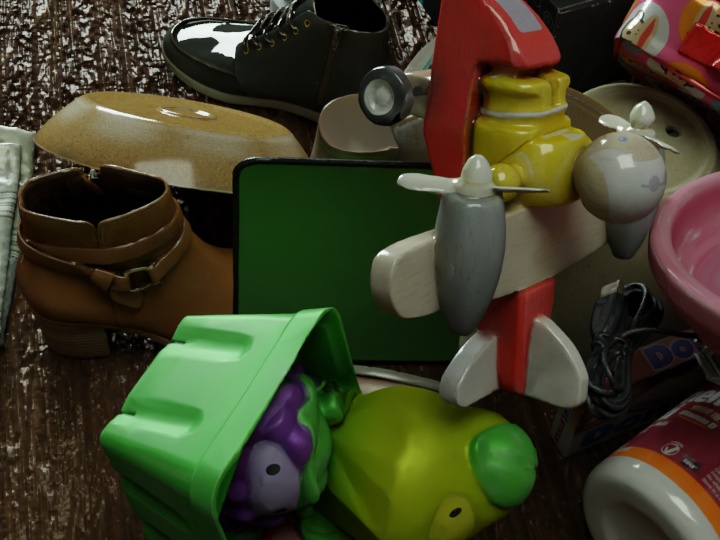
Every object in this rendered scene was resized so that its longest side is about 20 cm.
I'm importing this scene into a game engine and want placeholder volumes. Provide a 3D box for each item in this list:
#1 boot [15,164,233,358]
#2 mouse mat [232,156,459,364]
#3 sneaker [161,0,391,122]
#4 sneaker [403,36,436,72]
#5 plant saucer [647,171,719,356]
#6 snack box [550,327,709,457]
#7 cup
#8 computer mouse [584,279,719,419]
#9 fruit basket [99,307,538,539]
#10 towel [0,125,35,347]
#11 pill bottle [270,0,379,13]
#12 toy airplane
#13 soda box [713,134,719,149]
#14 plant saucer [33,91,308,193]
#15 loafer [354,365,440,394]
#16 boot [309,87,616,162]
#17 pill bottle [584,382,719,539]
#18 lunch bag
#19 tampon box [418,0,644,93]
[{"bbox_3d":[-0.120,-0.014,0.832,0.198,0.156,0.077,-3,54,-8],"label":"boot"},{"bbox_3d":[0.000,0.000,0.806,0.160,0.201,0.008,2,52,-5],"label":"mouse mat"},{"bbox_3d":[-0.063,-0.182,0.993,0.199,0.107,0.075,17,53,13],"label":"sneaker"},{"bbox_3d":[0.050,-0.088,0.964,0.079,0.072,0.201,23,62,11],"label":"sneaker"},{"bbox_3d":[0.258,0.007,0.715,0.199,0.051,0.201,1,32,0],"label":"plant saucer"},{"bbox_3d":[0.220,0.064,0.859,0.199,0.072,0.024,-19,57,-18],"label":"snack box"},{"bbox_3d":[0.174,-0.043,0.891,0.199,0.144,0.201,3,52,-3],"label":"cup"},{"bbox_3d":[0.226,0.055,0.729,0.198,0.044,0.110,7,32,11],"label":"computer mouse"},{"bbox_3d":[-0.013,0.124,0.710,0.214,0.216,0.156,24,54,13],"label":"fruit basket"},{"bbox_3d":[-0.332,-0.032,0.903,0.191,0.035,0.201,0,52,-5],"label":"towel"},{"bbox_3d":[-0.024,-0.273,1.010,0.109,0.201,0.110,3,53,-4],"label":"pill bottle"},{"bbox_3d":[0.091,-0.025,0.658,0.140,0.199,0.201,-9,51,39],"label":"toy airplane"},{"bbox_3d":[0.311,-0.063,0.966,0.199,0.068,0.063,35,59,20],"label":"soda box"},{"bbox_3d":[-0.122,-0.092,0.894,0.199,0.036,0.200,10,13,-2],"label":"plant saucer"},{"bbox_3d":[-0.032,0.095,0.822,0.198,0.072,0.063,7,65,8],"label":"loafer"},{"bbox_3d":[0.063,-0.053,0.829,0.198,0.155,0.074,5,63,0],"label":"boot"},{"bbox_3d":[0.241,0.116,0.788,0.199,0.110,0.110,-30,61,-25],"label":"pill bottle"},{"bbox_3d":[0.261,-0.123,0.850,0.199,0.176,0.082,33,100,7],"label":"lunch bag"},{"bbox_3d":[0.145,-0.226,1.023,0.125,0.150,0.201,-19,57,-18],"label":"tampon box"}]
